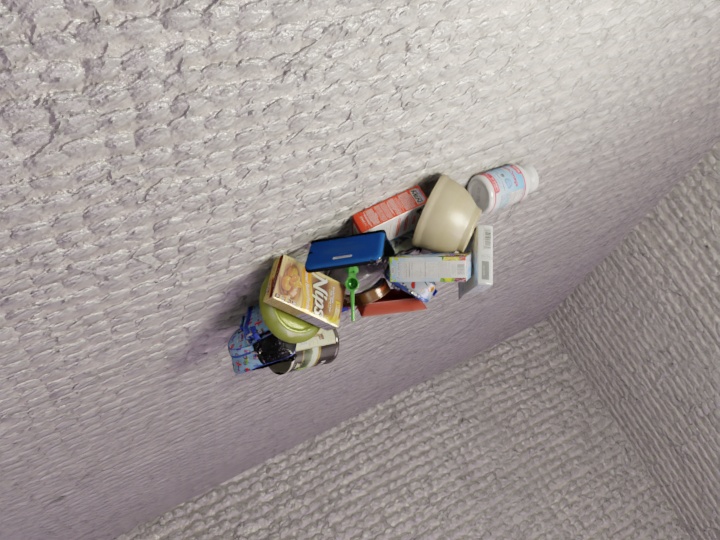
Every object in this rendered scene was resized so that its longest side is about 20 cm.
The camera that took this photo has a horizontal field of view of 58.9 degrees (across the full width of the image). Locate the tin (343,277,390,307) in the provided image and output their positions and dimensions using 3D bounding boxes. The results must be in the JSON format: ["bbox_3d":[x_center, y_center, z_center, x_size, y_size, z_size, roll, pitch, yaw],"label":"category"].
[{"bbox_3d":[0.009,0.065,1.900,0.111,0.043,0.198,-29,-169,-33],"label":"tin"}]

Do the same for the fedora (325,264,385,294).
[{"bbox_3d":[0.000,0.000,1.801,0.197,0.091,0.178,-26,158,-14],"label":"fedora"}]

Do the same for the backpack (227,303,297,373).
[{"bbox_3d":[-0.268,0.175,1.693,0.196,0.136,0.184,-22,-156,13],"label":"backpack"}]

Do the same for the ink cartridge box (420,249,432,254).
[{"bbox_3d":[0.246,-0.083,1.873,0.146,0.083,0.201,-53,171,-18],"label":"ink cartridge box"}]

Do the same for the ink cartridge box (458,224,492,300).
[{"bbox_3d":[0.315,-0.016,1.763,0.046,0.164,0.200,4,164,-6],"label":"ink cartridge box"}]

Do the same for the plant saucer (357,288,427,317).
[{"bbox_3d":[0.088,0.090,1.923,0.194,0.038,0.200,-6,-170,-5],"label":"plant saucer"}]

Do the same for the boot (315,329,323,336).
[{"bbox_3d":[-0.126,0.069,1.781,0.070,0.201,0.158,0,117,6],"label":"boot"}]

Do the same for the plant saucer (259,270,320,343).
[{"bbox_3d":[-0.162,0.081,1.616,0.197,0.205,0.031,-14,179,-37],"label":"plant saucer"}]

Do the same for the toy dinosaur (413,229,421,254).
[{"bbox_3d":[0.173,-0.103,1.857,0.197,0.061,0.107,-25,156,-18],"label":"toy dinosaur"}]

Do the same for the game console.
[{"bbox_3d":[-0.022,-0.024,1.589,0.195,0.172,0.120,-8,126,14],"label":"game console"}]

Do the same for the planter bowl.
[{"bbox_3d":[0.235,-0.130,1.665,0.203,0.132,0.201,-61,170,-19],"label":"planter bowl"}]

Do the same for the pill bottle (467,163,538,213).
[{"bbox_3d":[0.410,-0.240,1.819,0.197,0.110,0.109,-21,156,-26],"label":"pill bottle"}]

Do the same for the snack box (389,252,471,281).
[{"bbox_3d":[0.184,-0.009,1.645,0.195,0.070,0.168,-2,-176,14],"label":"snack box"}]

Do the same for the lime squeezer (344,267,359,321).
[{"bbox_3d":[-0.026,0.031,1.635,0.037,0.203,0.071,10,135,-15],"label":"lime squeezer"}]

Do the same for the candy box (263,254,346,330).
[{"bbox_3d":[-0.135,0.057,1.586,0.197,0.118,0.055,27,152,-28],"label":"candy box"}]

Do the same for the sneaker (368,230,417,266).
[{"bbox_3d":[0.074,-0.073,1.757,0.197,0.088,0.078,-18,166,-35],"label":"sneaker"}]

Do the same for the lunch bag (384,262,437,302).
[{"bbox_3d":[0.148,0.026,1.856,0.077,0.158,0.200,-59,-177,10],"label":"lunch bag"}]

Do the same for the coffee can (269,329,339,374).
[{"bbox_3d":[-0.183,0.231,1.973,0.197,0.148,0.147,-5,147,-47],"label":"coffee can"}]

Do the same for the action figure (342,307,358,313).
[{"bbox_3d":[-0.026,0.104,2.050,0.200,0.052,0.065,-43,151,21],"label":"action figure"}]

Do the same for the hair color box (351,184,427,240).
[{"bbox_3d":[0.075,-0.133,1.661,0.196,0.065,0.112,-25,156,-14],"label":"hair color box"}]
